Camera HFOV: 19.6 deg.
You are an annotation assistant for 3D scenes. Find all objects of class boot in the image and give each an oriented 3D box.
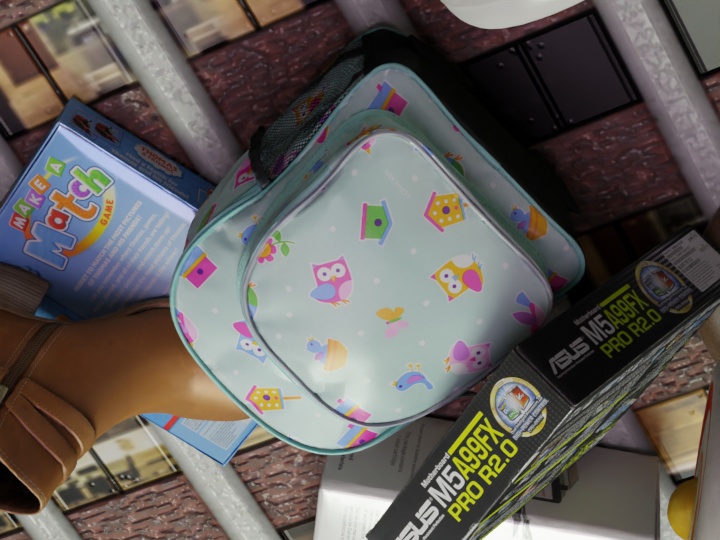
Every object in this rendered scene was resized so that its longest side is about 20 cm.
[{"bbox_3d":[-0.151,0.074,1.146,0.200,0.155,0.077,22,124,-5],"label":"boot"}]

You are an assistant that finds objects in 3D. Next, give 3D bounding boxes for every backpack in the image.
[{"bbox_3d":[0.000,0.000,1.101,0.200,0.153,0.176,-39,108,19],"label":"backpack"}]

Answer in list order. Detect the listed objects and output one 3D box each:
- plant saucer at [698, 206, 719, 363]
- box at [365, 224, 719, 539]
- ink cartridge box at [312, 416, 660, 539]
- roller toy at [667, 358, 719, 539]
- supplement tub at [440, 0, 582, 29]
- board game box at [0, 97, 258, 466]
[{"bbox_3d":[0.284,0.018,1.155,0.200,0.032,0.200,5,123,7],"label":"plant saucer"},{"bbox_3d":[0.106,0.070,1.114,0.044,0.200,0.160,45,129,12],"label":"box"},{"bbox_3d":[0.073,0.175,1.264,0.200,0.084,0.146,10,125,4],"label":"ink cartridge box"},{"bbox_3d":[0.226,0.133,1.057,0.140,0.200,0.183,8,130,8],"label":"roller toy"},{"bbox_3d":[0.048,-0.214,0.831,0.145,0.145,0.200,-26,113,24],"label":"supplement tub"},{"bbox_3d":[-0.123,0.010,1.216,0.200,0.037,0.151,32,123,-13],"label":"board game box"}]
